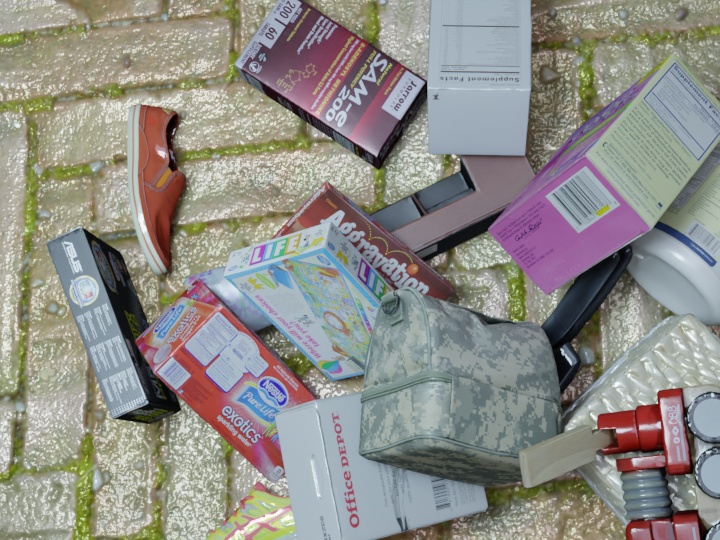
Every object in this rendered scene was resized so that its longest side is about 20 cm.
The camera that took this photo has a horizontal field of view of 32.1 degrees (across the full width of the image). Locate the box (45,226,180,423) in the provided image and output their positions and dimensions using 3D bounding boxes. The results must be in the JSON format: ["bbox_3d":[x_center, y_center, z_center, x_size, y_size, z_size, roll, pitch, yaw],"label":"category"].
[{"bbox_3d":[-0.265,0.065,1.362,0.044,0.160,0.202,-23,79,0],"label":"box"}]

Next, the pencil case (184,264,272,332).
[{"bbox_3d":[-0.096,0.021,1.396,0.198,0.083,0.092,-18,110,1],"label":"pencil case"}]

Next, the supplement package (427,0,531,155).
[{"bbox_3d":[0.129,-0.237,1.368,0.112,0.110,0.202,2,57,5],"label":"supplement package"}]

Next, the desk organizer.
[{"bbox_3d":[0.101,-0.073,1.401,0.198,0.072,0.078,-26,78,0],"label":"desk organizer"}]

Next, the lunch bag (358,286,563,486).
[{"bbox_3d":[0.103,0.114,1.250,0.198,0.139,0.170,17,66,-33],"label":"lunch bag"}]

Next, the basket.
[{"bbox_3d":[0.329,0.173,1.302,0.198,0.161,0.200,-41,79,-2],"label":"basket"}]

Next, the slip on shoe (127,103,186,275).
[{"bbox_3d":[-0.230,-0.095,1.431,0.060,0.074,0.203,-5,76,1],"label":"slip on shoe"}]

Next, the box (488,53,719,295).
[{"bbox_3d":[0.256,-0.098,1.283,0.097,0.176,0.200,47,55,-2],"label":"box"}]

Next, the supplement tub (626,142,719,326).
[{"bbox_3d":[0.386,-0.058,1.333,0.145,0.145,0.200,40,79,9],"label":"supplement tub"}]

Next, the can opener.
[{"bbox_3d":[0.228,0.049,1.339,0.078,0.063,0.201,38,116,18],"label":"can opener"}]

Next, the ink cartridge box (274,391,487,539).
[{"bbox_3d":[0.022,0.200,1.305,0.198,0.083,0.147,-5,79,-38],"label":"ink cartridge box"}]

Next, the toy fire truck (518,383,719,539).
[{"bbox_3d":[0.259,0.204,1.171,0.198,0.129,0.178,-8,81,16],"label":"toy fire truck"}]

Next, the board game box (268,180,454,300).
[{"bbox_3d":[0.000,0.000,1.343,0.199,0.019,0.103,38,104,-29],"label":"board game box"}]

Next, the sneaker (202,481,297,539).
[{"bbox_3d":[-0.118,0.281,1.368,0.198,0.078,0.091,-15,72,-4],"label":"sneaker"}]

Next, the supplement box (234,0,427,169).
[{"bbox_3d":[-0.033,-0.219,1.438,0.199,0.061,0.109,33,85,7],"label":"supplement box"}]

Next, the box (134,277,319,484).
[{"bbox_3d":[-0.131,0.118,1.330,0.100,0.095,0.200,-45,118,-4],"label":"box"}]

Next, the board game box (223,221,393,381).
[{"bbox_3d":[-0.031,0.037,1.315,0.133,0.200,0.035,-15,45,32],"label":"board game box"}]
